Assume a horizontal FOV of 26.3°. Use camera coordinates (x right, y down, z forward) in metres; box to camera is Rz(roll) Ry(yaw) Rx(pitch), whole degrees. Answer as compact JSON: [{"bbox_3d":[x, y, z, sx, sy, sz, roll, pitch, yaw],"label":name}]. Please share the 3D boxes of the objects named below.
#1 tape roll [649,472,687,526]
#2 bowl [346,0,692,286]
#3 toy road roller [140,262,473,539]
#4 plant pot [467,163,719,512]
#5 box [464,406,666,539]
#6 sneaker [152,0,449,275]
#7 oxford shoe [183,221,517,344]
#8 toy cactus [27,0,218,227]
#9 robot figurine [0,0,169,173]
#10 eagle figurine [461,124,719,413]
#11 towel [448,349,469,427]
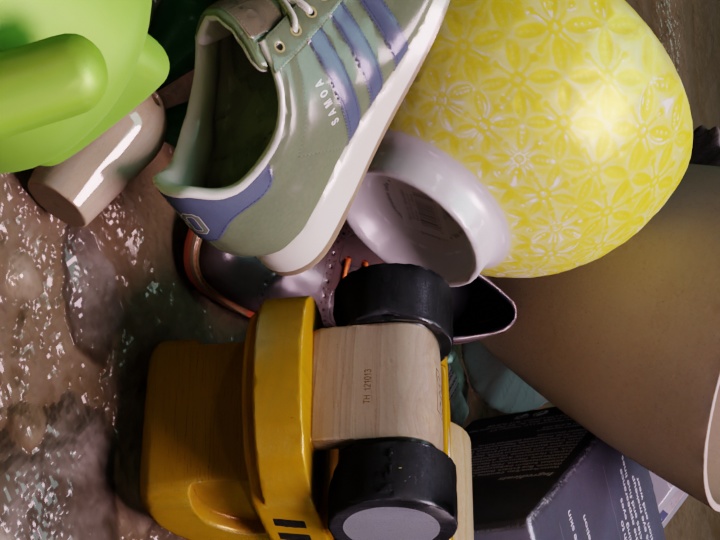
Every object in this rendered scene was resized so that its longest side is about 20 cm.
[{"bbox_3d":[0.189,0.155,1.091,0.200,0.066,0.201,-46,160,-21],"label":"tape roll"},{"bbox_3d":[0.048,-0.058,0.745,0.108,0.198,0.201,-55,136,-26],"label":"bowl"},{"bbox_3d":[-0.022,0.090,0.736,0.201,0.144,0.124,77,12,-57],"label":"toy road roller"},{"bbox_3d":[0.149,0.012,0.887,0.187,0.198,0.189,-37,138,-43],"label":"plant pot"},{"bbox_3d":[0.105,0.205,0.912,0.200,0.116,0.199,-32,109,-61],"label":"box"},{"bbox_3d":[-0.024,-0.101,0.648,0.089,0.067,0.202,19,95,-48],"label":"sneaker"},{"bbox_3d":[0.000,0.000,0.800,0.198,0.072,0.072,9,93,-41],"label":"oxford shoe"},{"bbox_3d":[-0.096,-0.097,0.685,0.166,0.101,0.201,-58,141,-23],"label":"toy cactus"},{"bbox_3d":[-0.150,-0.105,0.523,0.200,0.115,0.177,30,32,-57],"label":"robot figurine"},{"bbox_3d":[0.136,-0.018,1.016,0.201,0.150,0.152,104,-31,-46],"label":"eagle figurine"},{"bbox_3d":[0.016,0.078,0.916,0.194,0.034,0.201,65,33,-35],"label":"towel"}]
